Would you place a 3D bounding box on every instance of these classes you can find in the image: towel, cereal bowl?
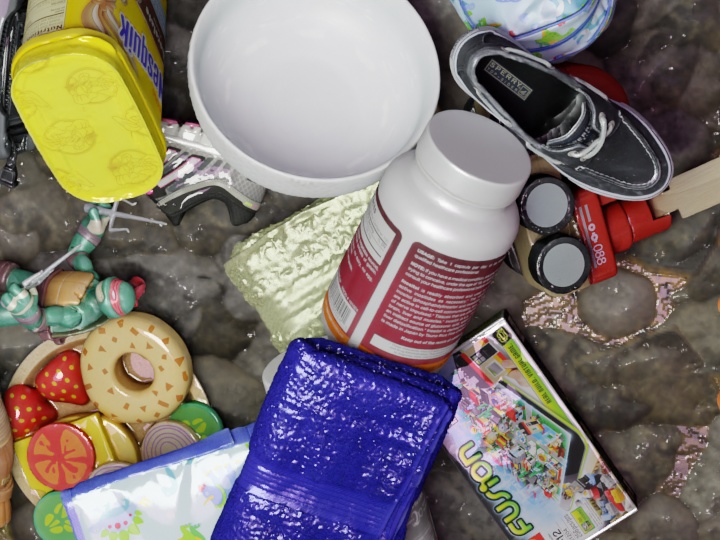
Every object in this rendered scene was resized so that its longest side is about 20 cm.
[{"bbox_3d":[-0.019,0.160,1.250,0.147,0.050,0.201,17,106,-14],"label":"towel"},{"bbox_3d":[0.000,0.000,1.366,0.199,0.036,0.149,-30,97,11],"label":"towel"},{"bbox_3d":[-0.040,-0.144,1.299,0.199,0.083,0.201,3,68,-8],"label":"cereal bowl"}]

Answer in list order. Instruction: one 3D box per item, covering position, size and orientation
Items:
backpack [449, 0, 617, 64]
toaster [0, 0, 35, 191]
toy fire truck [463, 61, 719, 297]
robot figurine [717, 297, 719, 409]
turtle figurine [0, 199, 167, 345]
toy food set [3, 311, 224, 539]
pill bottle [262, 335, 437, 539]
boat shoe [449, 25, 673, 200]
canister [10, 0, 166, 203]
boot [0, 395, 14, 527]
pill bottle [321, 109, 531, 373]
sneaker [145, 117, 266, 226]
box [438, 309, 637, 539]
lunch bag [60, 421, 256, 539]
[{"bbox_3d":[0.122,-0.255,1.254,0.162,0.154,0.201,-16,105,6],"label":"backpack"},{"bbox_3d":[-0.328,-0.174,1.336,0.128,0.114,0.201,10,104,9],"label":"toaster"},{"bbox_3d":[0.206,-0.088,1.295,0.199,0.129,0.177,-20,104,-10],"label":"toy fire truck"},{"bbox_3d":[0.365,0.050,1.290,0.200,0.116,0.144,-53,53,13],"label":"robot figurine"},{"bbox_3d":[-0.260,0.013,1.354,0.199,0.150,0.101,-6,115,18],"label":"turtle figurine"},{"bbox_3d":[-0.218,0.144,1.413,0.199,0.049,0.199,-20,98,10],"label":"toy food set"},{"bbox_3d":[-0.010,0.163,1.340,0.113,0.114,0.201,-12,110,9],"label":"pill bottle"},{"bbox_3d":[0.155,-0.109,1.196,0.200,0.068,0.072,35,101,-19],"label":"boat shoe"},{"bbox_3d":[-0.203,-0.175,1.254,0.086,0.201,0.149,-12,137,9],"label":"canister"},{"bbox_3d":[-0.384,0.135,1.422,0.199,0.074,0.155,26,133,29],"label":"boot"},{"bbox_3d":[0.053,-0.019,1.249,0.113,0.113,0.201,28,127,1],"label":"pill bottle"},{"bbox_3d":[-0.167,-0.083,1.350,0.199,0.074,0.088,10,96,0],"label":"sneaker"},{"bbox_3d":[0.134,0.146,1.377,0.110,0.035,0.200,-35,95,12],"label":"box"},{"bbox_3d":[-0.139,0.224,1.337,0.169,0.128,0.201,-19,129,-5],"label":"lunch bag"}]
